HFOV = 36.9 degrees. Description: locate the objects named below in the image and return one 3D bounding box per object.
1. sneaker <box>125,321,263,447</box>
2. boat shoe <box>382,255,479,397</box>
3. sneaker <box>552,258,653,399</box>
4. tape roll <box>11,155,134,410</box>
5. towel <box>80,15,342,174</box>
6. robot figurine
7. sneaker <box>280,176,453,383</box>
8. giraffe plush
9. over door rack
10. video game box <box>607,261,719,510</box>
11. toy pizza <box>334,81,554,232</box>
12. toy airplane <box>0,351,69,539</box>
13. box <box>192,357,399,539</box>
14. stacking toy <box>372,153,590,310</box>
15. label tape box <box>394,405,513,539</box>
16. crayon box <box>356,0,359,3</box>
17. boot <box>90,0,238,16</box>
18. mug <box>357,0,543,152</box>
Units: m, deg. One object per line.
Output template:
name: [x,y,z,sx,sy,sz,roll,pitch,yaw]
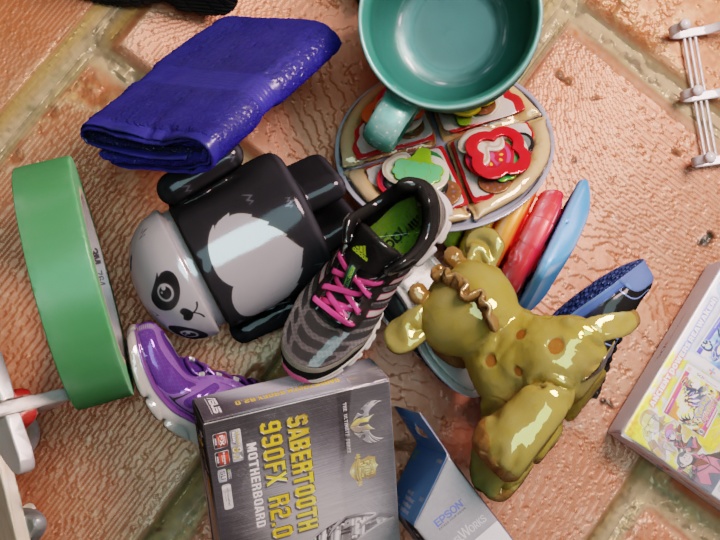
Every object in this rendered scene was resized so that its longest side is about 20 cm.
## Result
sneaker: [-0.120,0.108,0.928,0.083,0.081,0.200,-41,112,8]
boat shoe: [0.054,0.029,0.989,0.075,0.060,0.201,-28,86,-23]
sneaker: [0.206,0.076,1.007,0.200,0.070,0.078,-40,94,-4]
tape roll: [-0.231,0.010,0.875,0.048,0.200,0.201,-14,86,-10]
towel: [-0.122,-0.150,0.920,0.147,0.050,0.200,12,45,32]
robot figurine: [-0.101,-0.023,0.934,0.199,0.125,0.151,-27,83,-6]
sneaker: [0.000,0.000,0.869,0.074,0.087,0.200,38,81,17]
giraffe plush: [0.111,0.065,0.891,0.162,0.200,0.172,38,51,17]
over door rack: [0.414,-0.187,1.065,0.199,0.067,0.148,-8,86,-9]
video game box: [0.363,0.123,1.034,0.182,0.047,0.200,35,80,-6]
toy pizza: [0.075,-0.120,0.974,0.199,0.032,0.201,-3,55,4]
toy airplane: [-0.309,0.132,0.881,0.199,0.141,0.201,24,99,24]
box: [-0.050,0.187,0.910,0.158,0.048,0.201,-11,113,-17]
stacking toy: [0.099,-0.055,0.993,0.199,0.110,0.116,26,64,6]
label tape box: [0.076,0.217,0.930,0.063,0.144,0.200,-37,90,-9]
crayon box: [-0.002,-0.370,1.028,0.126,0.052,0.200,-35,90,-11]
boot: [-0.195,-0.312,0.995,0.199,0.068,0.131,9,69,-5]
mug: [0.064,-0.205,0.933,0.184,0.114,0.153,-25,94,8]
